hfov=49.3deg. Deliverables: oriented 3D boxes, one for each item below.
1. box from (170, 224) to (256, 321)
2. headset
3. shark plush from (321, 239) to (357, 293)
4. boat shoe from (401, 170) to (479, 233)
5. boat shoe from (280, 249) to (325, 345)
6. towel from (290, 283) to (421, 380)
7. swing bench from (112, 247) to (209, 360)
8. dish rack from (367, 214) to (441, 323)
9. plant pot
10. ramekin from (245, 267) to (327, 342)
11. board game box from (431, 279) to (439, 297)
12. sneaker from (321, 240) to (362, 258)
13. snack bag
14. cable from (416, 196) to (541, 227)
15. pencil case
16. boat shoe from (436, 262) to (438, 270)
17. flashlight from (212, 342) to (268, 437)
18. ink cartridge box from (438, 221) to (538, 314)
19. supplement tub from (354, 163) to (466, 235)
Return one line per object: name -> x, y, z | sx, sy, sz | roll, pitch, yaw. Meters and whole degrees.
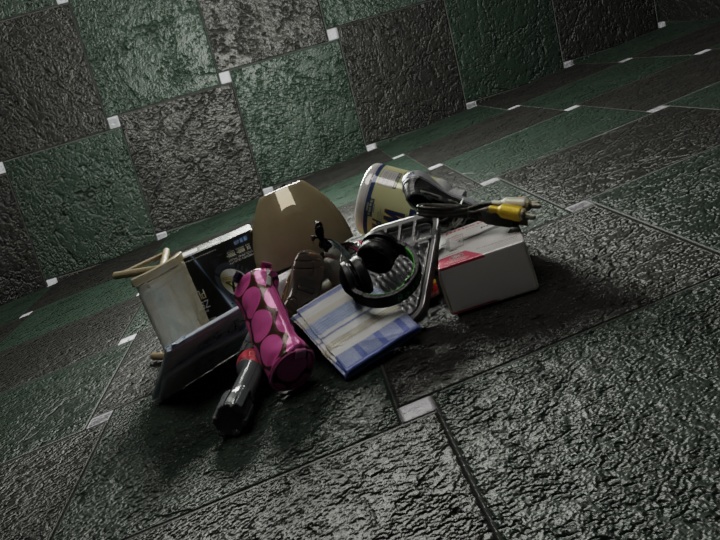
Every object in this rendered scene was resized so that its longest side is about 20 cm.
box -> -0.299, 0.018, 1.709 | 0.196, 0.167, 0.086 | -22, 15, -8
headset -> 0.006, -0.018, 1.251 | 0.197, 0.095, 0.124 | 23, 58, 37
shark plush -> 0.000, 0.000, 1.436 | 0.089, 0.086, 0.197 | -12, -15, 41
boat shoe -> 0.155, -0.103, 1.387 | 0.073, 0.198, 0.069 | -38, 36, 28
boat shoe -> -0.106, 0.067, 1.342 | 0.072, 0.074, 0.204 | 132, 156, -62
towel -> -0.011, 0.083, 1.232 | 0.145, 0.024, 0.200 | -31, 36, -15
swing bench -> -0.372, 0.076, 1.538 | 0.128, 0.203, 0.199 | -27, 16, -24
dish rack -> 0.061, 0.011, 1.301 | 0.169, 0.043, 0.204 | -13, 52, 40
plant pot -> -0.127, -0.091, 1.493 | 0.196, 0.137, 0.200 | -22, 5, 2
ramekin -> -0.143, 0.047, 1.475 | 0.198, 0.096, 0.202 | -23, 7, 3
board game box -> 0.042, 0.053, 1.382 | 0.195, 0.031, 0.096 | -18, 15, 5
sneaker -> -0.064, -0.012, 1.552 | 0.073, 0.083, 0.199 | 2, -22, -39
snack bag -> -0.264, 0.136, 1.339 | 0.187, 0.022, 0.201 | -31, -17, -35
cable -> 0.191, -0.106, 1.259 | 0.195, 0.052, 0.097 | 10, 23, 15
pencil case -> -0.134, 0.085, 1.220 | 0.089, 0.202, 0.094 | 13, -56, -42
boat shoe -> 0.106, -0.034, 1.462 | 0.195, 0.074, 0.065 | 4, 32, 20
flashlight -> -0.177, 0.179, 1.192 | 0.066, 0.069, 0.201 | -13, 21, 13
ink cartridge box -> 0.202, -0.018, 1.285 | 0.143, 0.085, 0.201 | -19, 15, 11
supplement tub -> 0.100, -0.120, 1.546 | 0.195, 0.149, 0.145 | 15, 27, 15
